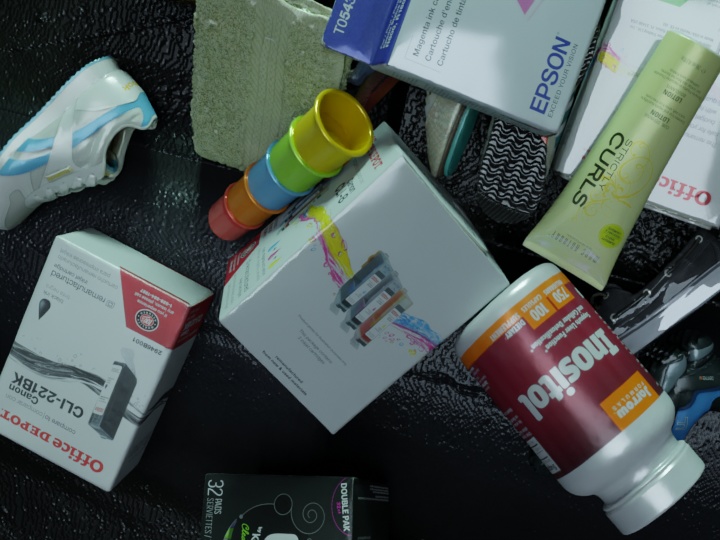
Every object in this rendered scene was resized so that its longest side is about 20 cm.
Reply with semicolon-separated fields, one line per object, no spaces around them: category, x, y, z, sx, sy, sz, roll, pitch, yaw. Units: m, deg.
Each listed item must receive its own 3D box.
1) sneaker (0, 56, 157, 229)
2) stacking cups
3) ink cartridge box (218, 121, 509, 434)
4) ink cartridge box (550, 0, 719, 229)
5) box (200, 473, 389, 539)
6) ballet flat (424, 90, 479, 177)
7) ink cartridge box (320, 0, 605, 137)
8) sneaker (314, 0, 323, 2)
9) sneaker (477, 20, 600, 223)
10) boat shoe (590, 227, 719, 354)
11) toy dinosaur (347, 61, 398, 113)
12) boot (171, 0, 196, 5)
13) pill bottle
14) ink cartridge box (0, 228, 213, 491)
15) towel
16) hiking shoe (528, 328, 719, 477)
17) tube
sneaker;-0.279;-0.104;0.819;0.200;0.077;0.081;-44;93;12
stacking cups;-0.073;-0.079;0.753;0.199;0.060;0.061;-32;93;43
ink cartridge box;0.000;0.000;0.746;0.199;0.146;0.145;-40;108;9
ink cartridge box;0.264;-0.154;0.738;0.143;0.088;0.204;19;98;5
box;-0.058;0.289;0.775;0.146;0.124;0.204;-3;73;17
ballet flat;0.088;-0.180;0.734;0.062;0.067;0.203;26;100;13
ink cartridge box;0.092;-0.231;0.664;0.197;0.043;0.200;19;92;-5
sneaker;-0.037;-0.339;0.733;0.104;0.060;0.201;43;143;14
sneaker;0.147;-0.144;0.748;0.069;0.093;0.203;16;102;3
boat shoe;0.243;0.035;0.778;0.199;0.070;0.067;-38;74;13
toy dinosaur;0.051;-0.229;0.780;0.178;0.106;0.202;-16;129;-1
boot;-0.161;-0.325;0.776;0.196;0.073;0.159;13;99;4
pill bottle;0.177;0.103;0.702;0.113;0.113;0.201;-42;76;10
ink cartridge box;-0.251;0.084;0.835;0.142;0.084;0.203;26;100;2
towel;-0.082;-0.157;0.755;0.146;0.037;0.202;21;138;5
hiking shoe;0.247;0.141;0.783;0.198;0.074;0.087;-35;91;10
tube;0.213;-0.086;0.689;0.058;0.051;0.202;44;112;42
